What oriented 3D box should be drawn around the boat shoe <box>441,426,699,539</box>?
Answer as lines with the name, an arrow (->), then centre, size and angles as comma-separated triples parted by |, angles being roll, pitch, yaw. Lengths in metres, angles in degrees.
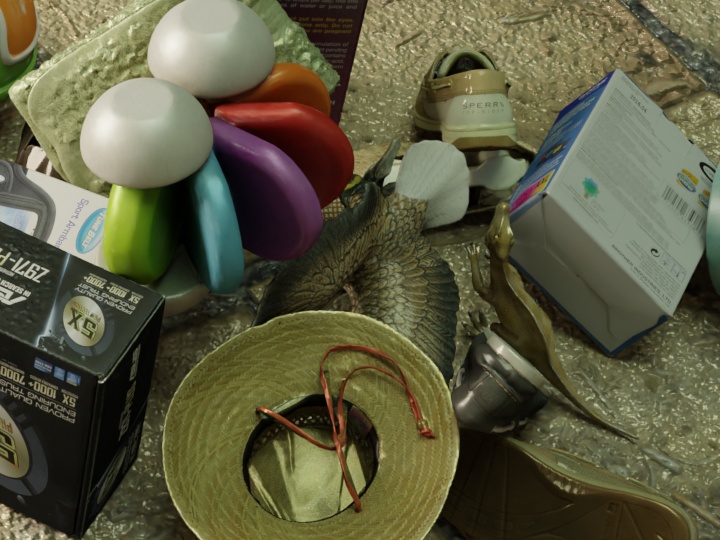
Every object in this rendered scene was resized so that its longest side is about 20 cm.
boat shoe -> 0.129, 0.156, 1.608 | 0.200, 0.071, 0.065 | 21, 9, 17

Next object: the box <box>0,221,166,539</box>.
box -> -0.240, 0.056, 1.531 | 0.200, 0.164, 0.086 | 25, 46, 9

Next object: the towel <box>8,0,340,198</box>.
towel -> -0.127, -0.123, 1.657 | 0.200, 0.148, 0.036 | -36, 15, 3

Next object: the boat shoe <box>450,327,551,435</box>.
boat shoe -> 0.089, 0.079, 1.615 | 0.067, 0.200, 0.057 | 45, 90, 7

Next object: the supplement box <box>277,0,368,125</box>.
supplement box -> -0.066, -0.181, 1.784 | 0.103, 0.200, 0.131 | 1, 47, -13

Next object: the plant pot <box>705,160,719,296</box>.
plant pot -> 0.336, -0.032, 1.770 | 0.134, 0.201, 0.200 | 4, 39, 26

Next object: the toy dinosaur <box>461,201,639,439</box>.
toy dinosaur -> 0.118, 0.044, 1.696 | 0.058, 0.200, 0.101 | -32, 19, -9

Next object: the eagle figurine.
eagle figurine -> -0.003, 0.005, 1.666 | 0.151, 0.151, 0.200 | 7, 39, -5

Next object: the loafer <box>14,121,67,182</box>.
loafer -> -0.225, -0.057, 1.711 | 0.073, 0.071, 0.200 | 5, 46, -11

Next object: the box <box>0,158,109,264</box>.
box -> -0.242, -0.012, 1.633 | 0.200, 0.042, 0.119 | 19, 66, 21

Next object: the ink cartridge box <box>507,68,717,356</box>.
ink cartridge box -> 0.196, -0.054, 1.784 | 0.136, 0.076, 0.200 | 44, 46, -11

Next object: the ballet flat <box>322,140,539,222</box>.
ballet flat -> 0.053, -0.068, 1.791 | 0.200, 0.065, 0.071 | -15, 94, -26

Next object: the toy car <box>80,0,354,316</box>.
toy car -> -0.085, -0.062, 1.543 | 0.150, 0.175, 0.200 | 19, 49, 17

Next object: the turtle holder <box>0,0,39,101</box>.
turtle holder -> -0.323, -0.195, 1.728 | 0.185, 0.132, 0.141 | 27, 47, 17

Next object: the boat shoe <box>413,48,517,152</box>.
boat shoe -> 0.083, -0.136, 1.814 | 0.074, 0.067, 0.200 | -3, 12, -9

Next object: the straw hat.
straw hat -> -0.033, 0.131, 1.563 | 0.201, 0.085, 0.201 | 3, 62, -6
